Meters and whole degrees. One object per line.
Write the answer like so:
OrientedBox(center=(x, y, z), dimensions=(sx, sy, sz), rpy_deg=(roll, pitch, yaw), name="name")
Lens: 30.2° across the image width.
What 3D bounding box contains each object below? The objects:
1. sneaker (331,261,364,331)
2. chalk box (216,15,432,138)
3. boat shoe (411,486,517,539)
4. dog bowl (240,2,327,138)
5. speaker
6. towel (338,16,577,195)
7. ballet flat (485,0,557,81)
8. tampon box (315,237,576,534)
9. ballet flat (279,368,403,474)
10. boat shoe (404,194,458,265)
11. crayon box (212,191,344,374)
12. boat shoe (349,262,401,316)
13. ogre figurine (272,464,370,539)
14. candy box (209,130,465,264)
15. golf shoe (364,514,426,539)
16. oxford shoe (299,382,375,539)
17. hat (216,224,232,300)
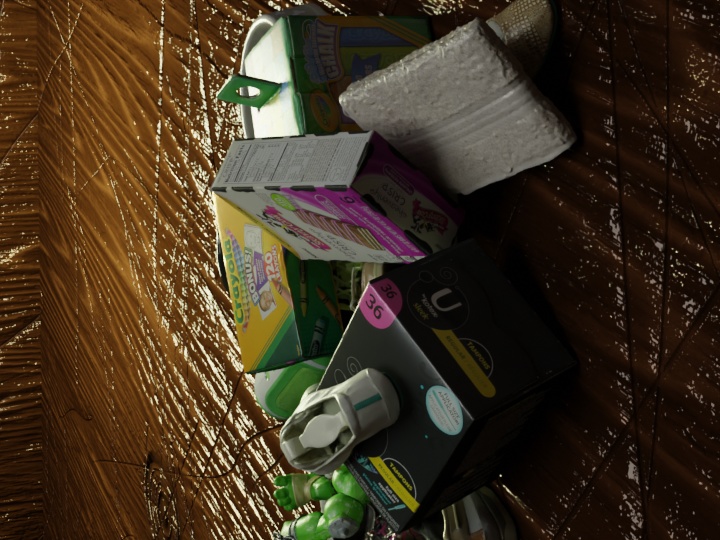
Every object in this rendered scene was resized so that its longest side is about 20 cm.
OrientedBox(center=(0.000, 0.000, 1.375), dimensions=(0.076, 0.075, 0.201), rpy_deg=(-57, -31, -58), name="sneaker")
OrientedBox(center=(-0.036, -0.168, 1.291), dimensions=(0.124, 0.199, 0.125), rpy_deg=(152, 110, -65), name="chalk box")
OrientedBox(center=(0.074, 0.216, 1.287), dimensions=(0.200, 0.068, 0.075), rpy_deg=(-139, 49, -58), name="boat shoe")
OrientedBox(center=(-0.080, -0.194, 1.475), dimensions=(0.200, 0.058, 0.201), rpy_deg=(175, 90, -68), name="dog bowl")
OrientedBox(center=(-0.063, 0.107, 1.552), dimensions=(0.200, 0.088, 0.089), rpy_deg=(127, 132, -57), name="speaker")
OrientedBox(center=(0.075, -0.129, 1.126), dimensions=(0.133, 0.035, 0.200), rpy_deg=(47, 147, -17), name="towel")
OrientedBox(center=(0.102, -0.161, 1.146), dimensions=(0.200, 0.065, 0.071), rpy_deg=(117, 141, -50), name="ballet flat")
OrientedBox(center=(0.065, 0.103, 1.167), dimensions=(0.150, 0.126, 0.200), rpy_deg=(51, 143, 23), name="tampon box")
OrientedBox(center=(-0.033, 0.138, 1.152), dimensions=(0.200, 0.069, 0.070), rpy_deg=(-41, 57, 56), name="ballet flat")
OrientedBox(center=(0.061, 0.000, 1.272), dimensions=(0.074, 0.066, 0.201), rpy_deg=(-179, 84, -65), name="boat shoe")
OrientedBox(center=(-0.085, -0.002, 1.374), dimensions=(0.119, 0.058, 0.201), rpy_deg=(-19, 80, 54), name="crayon box")
OrientedBox(center=(0.013, 0.066, 1.331), dimensions=(0.073, 0.062, 0.201), rpy_deg=(-66, -23, -50), name="boat shoe")
OrientedBox(center=(-0.014, 0.208, 1.412), dimensions=(0.098, 0.200, 0.120), rpy_deg=(55, 154, -18), name="ogre figurine")
OrientedBox(center=(-0.023, -0.063, 1.213), dimensions=(0.199, 0.136, 0.061), rpy_deg=(4, 63, 48), name="candy box")
OrientedBox(center=(0.047, 0.296, 1.356), dimensions=(0.073, 0.092, 0.200), rpy_deg=(-57, 4, -2), name="golf shoe")
OrientedBox(center=(-0.023, 0.224, 1.500), dimensions=(0.058, 0.075, 0.201), rpy_deg=(-154, 54, -75), name="oxford shoe")
OrientedBox(center=(-0.082, -0.029, 1.487), dimensions=(0.200, 0.081, 0.202), rpy_deg=(21, 116, 52), name="hat")
